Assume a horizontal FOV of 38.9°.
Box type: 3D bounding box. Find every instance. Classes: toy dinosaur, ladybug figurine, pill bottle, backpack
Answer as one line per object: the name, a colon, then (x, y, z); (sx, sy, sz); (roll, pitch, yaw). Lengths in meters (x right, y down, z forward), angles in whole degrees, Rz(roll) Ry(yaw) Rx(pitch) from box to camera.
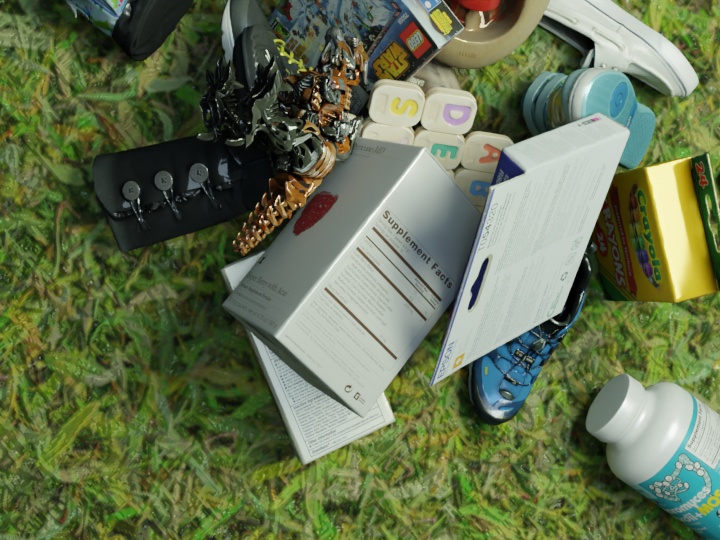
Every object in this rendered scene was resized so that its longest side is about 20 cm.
toy dinosaur: (-0.056, -0.114, 0.848); (0.135, 0.101, 0.202); (31, 58, -40)
ladybug figurine: (0.110, -0.280, 0.920); (0.134, 0.201, 0.072); (10, 43, -7)
pill bottle: (0.325, 0.188, 1.023); (0.199, 0.111, 0.111); (34, 84, -6)
backpack: (-0.243, -0.324, 0.943); (0.199, 0.154, 0.164); (40, 90, 7)

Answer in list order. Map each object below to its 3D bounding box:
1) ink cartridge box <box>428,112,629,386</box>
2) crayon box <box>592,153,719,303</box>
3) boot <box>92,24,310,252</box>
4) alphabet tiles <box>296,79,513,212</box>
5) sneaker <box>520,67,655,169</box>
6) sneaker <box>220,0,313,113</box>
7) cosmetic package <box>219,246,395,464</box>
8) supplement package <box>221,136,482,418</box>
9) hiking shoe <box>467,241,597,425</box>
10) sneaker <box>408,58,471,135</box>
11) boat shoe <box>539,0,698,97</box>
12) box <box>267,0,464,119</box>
ink cartridge box: (0.131, -0.020, 0.859); (0.199, 0.198, 0.043); (-21, 47, -41)
crayon box: (0.279, -0.036, 0.975); (0.050, 0.200, 0.129); (-13, 90, -8)
boot: (-0.158, -0.119, 0.945); (0.198, 0.066, 0.167); (-14, 89, 22)
alphabet tiles: (0.040, -0.087, 0.967); (0.193, 0.015, 0.202); (7, 130, -9)
sneaker: (0.197, -0.156, 0.978); (0.130, 0.199, 0.080); (27, 94, 29)
sneaker: (-0.065, -0.178, 0.979); (0.084, 0.074, 0.202); (-18, 102, 24)
cosmetic package: (-0.053, 0.072, 0.987); (0.104, 0.071, 0.202); (-22, 92, -10)
supplement package: (0.000, 0.000, 0.887); (0.120, 0.121, 0.201); (45, 77, -29)
hiking shoe: (0.166, 0.059, 1.013); (0.074, 0.087, 0.202); (24, 85, -7)
sneaker: (0.039, -0.213, 1.008); (0.075, 0.070, 0.202); (-28, 92, -7)
boat shoe: (0.251, -0.231, 1.042); (0.199, 0.072, 0.066); (37, 88, -5)
box: (-0.005, -0.223, 0.938); (0.040, 0.200, 0.137); (-41, 95, -29)
